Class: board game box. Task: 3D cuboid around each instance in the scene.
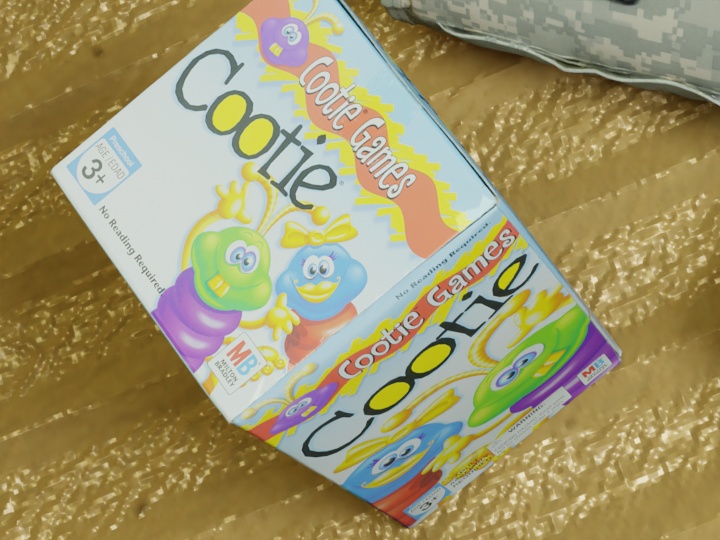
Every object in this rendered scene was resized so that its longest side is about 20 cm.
[{"bbox_3d":[0.000,0.000,0.809,0.103,0.200,0.105,-39,68,3],"label":"board game box"}]

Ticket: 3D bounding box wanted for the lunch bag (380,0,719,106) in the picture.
[{"bbox_3d":[0.105,-0.162,0.868,0.163,0.118,0.201,16,86,20],"label":"lunch bag"}]
